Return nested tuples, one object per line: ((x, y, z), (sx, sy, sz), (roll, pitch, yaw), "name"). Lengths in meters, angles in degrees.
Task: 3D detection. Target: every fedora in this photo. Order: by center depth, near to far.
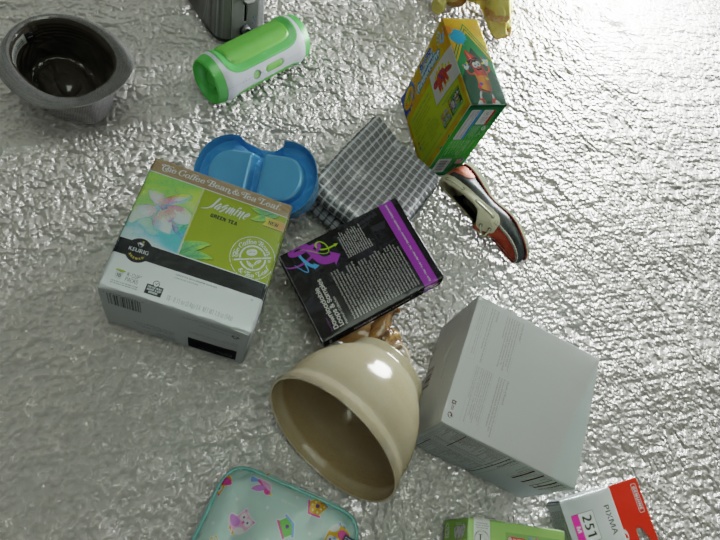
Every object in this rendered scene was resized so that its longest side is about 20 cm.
((-0.434, -0.287, 0.920), (0.198, 0.091, 0.178), (33, 60, 6), "fedora")

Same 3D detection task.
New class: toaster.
((-0.239, -0.511, 1.058), (0.112, 0.129, 0.202), (-25, 76, -26), "toaster")

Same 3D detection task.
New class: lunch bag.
((-0.102, 0.341, 0.729), (0.196, 0.078, 0.162), (21, 56, 10), "lunch bag")

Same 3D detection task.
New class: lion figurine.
((-0.010, 0.084, 0.908), (0.196, 0.073, 0.124), (22, 72, 10), "lion figurine")

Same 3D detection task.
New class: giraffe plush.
((0.220, -0.569, 1.225), (0.158, 0.201, 0.176), (2, 66, 16), "giraffe plush")

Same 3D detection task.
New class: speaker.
((-0.180, -0.356, 1.034), (0.199, 0.089, 0.089), (-38, 81, -27), "speaker")

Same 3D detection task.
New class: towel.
((0.023, -0.135, 0.997), (0.165, 0.086, 0.201), (38, 61, 1), "towel")

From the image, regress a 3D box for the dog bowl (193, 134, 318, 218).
((-0.152, -0.136, 0.924), (0.195, 0.050, 0.114), (9, 80, 13), "dog bowl")

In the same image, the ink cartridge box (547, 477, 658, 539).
((0.379, 0.417, 0.887), (0.170, 0.044, 0.204), (-8, 69, -19), "ink cartridge box")

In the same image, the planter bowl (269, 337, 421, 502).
((-0.002, 0.174, 0.799), (0.200, 0.201, 0.135), (42, 52, 5), "planter bowl")

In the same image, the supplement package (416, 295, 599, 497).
((0.199, 0.184, 0.874), (0.197, 0.147, 0.194), (27, 62, -4), "supplement package")

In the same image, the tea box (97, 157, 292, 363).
((-0.218, -0.010, 0.839), (0.196, 0.134, 0.200), (18, 62, -8), "tea box")

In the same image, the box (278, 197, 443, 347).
((0.000, 0.000, 0.884), (0.197, 0.036, 0.145), (-26, 71, -11), "box")

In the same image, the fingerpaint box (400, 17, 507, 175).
((0.150, -0.285, 1.038), (0.072, 0.200, 0.170), (-6, 68, -20), "fingerpaint box")

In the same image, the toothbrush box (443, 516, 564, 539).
((0.183, 0.436, 0.793), (0.142, 0.086, 0.204), (11, 63, -12), "toothbrush box")

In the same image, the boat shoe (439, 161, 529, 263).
((0.210, -0.092, 1.045), (0.062, 0.071, 0.202), (-27, 75, -19), "boat shoe")
